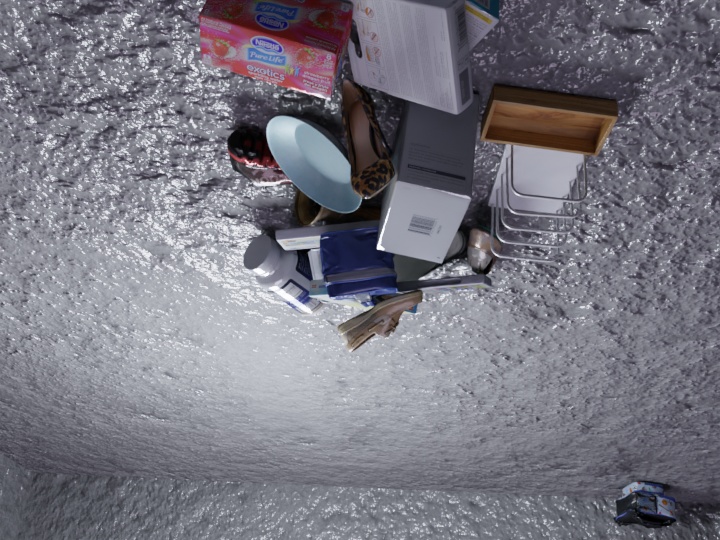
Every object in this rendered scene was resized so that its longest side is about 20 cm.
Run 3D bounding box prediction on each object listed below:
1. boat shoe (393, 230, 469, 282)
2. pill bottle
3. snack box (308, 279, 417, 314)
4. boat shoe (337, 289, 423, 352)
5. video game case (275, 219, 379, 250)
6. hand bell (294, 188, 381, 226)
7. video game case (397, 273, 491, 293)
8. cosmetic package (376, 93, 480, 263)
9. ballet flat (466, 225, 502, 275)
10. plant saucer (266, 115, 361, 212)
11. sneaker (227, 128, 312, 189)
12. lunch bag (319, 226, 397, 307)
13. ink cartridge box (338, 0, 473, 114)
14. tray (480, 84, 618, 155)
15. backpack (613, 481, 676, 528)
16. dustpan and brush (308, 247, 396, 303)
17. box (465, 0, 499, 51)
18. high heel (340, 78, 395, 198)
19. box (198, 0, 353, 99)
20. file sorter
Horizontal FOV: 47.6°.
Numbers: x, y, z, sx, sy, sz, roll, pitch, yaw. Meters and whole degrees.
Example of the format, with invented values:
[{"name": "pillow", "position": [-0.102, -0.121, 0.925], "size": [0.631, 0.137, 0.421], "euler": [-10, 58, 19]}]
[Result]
[{"name": "boat shoe", "position": [0.143, -0.025, 1.671], "size": [0.061, 0.074, 0.199], "euler": [4, 155, -46]}, {"name": "pill bottle", "position": [-0.155, 0.007, 1.749], "size": [0.110, 0.113, 0.199], "euler": [-16, 143, 33]}, {"name": "snack box", "position": [0.007, 0.055, 1.673], "size": [0.197, 0.038, 0.116], "euler": [15, 169, -30]}, {"name": "boat shoe", "position": [0.047, 0.097, 1.591], "size": [0.198, 0.065, 0.071], "euler": [-29, 170, 30]}, {"name": "video game case", "position": [-0.058, -0.068, 1.582], "size": [0.196, 0.023, 0.182], "euler": [-5, 176, -1]}, {"name": "hand bell", "position": [-0.017, -0.116, 1.559], "size": [0.198, 0.106, 0.104], "euler": [12, 152, -36]}, {"name": "video game case", "position": [0.172, 0.028, 1.665], "size": [0.179, 0.023, 0.200], "euler": [-5, 176, 13]}, {"name": "cosmetic package", "position": [0.107, -0.157, 1.324], "size": [0.121, 0.203, 0.200], "euler": [12, 150, -3]}, {"name": "ballet flat", "position": [0.238, -0.029, 1.592], "size": [0.067, 0.068, 0.200], "euler": [24, 173, 18]}, {"name": "plant saucer", "position": [-0.067, -0.182, 1.332], "size": [0.199, 0.039, 0.202], "euler": [33, 155, 17]}, {"name": "sneaker", "position": [-0.144, -0.186, 1.455], "size": [0.197, 0.072, 0.098], "euler": [15, 149, -10]}, {"name": "lunch bag", "position": [0.000, 0.000, 1.500], "size": [0.133, 0.135, 0.200], "euler": [-6, 175, 4]}, {"name": "ink cartridge box", "position": [0.063, -0.318, 1.142], "size": [0.199, 0.050, 0.164], "euler": [28, 147, 36]}, {"name": "tray", "position": [0.299, -0.240, 1.310], "size": [0.196, 0.038, 0.099], "euler": [7, 150, -2]}, {"name": "backpack", "position": [1.024, 0.845, 2.914], "size": [0.187, 0.156, 0.201], "euler": [16, 156, 0]}, {"name": "dustpan and brush", "position": [-0.001, -0.010, 1.721], "size": [0.197, 0.057, 0.141], "euler": [-22, 127, -17]}, {"name": "box", "position": [0.109, -0.331, 1.175], "size": [0.081, 0.050, 0.200], "euler": [21, 147, -22]}, {"name": "high heel", "position": [-0.005, -0.195, 1.208], "size": [0.070, 0.201, 0.144], "euler": [-21, 115, 19]}, {"name": "box", "position": [-0.117, -0.331, 1.145], "size": [0.197, 0.101, 0.096], "euler": [17, 151, 1]}, {"name": "file sorter", "position": [0.306, -0.122, 1.422], "size": [0.136, 0.126, 0.201], "euler": [5, 150, 1]}]
